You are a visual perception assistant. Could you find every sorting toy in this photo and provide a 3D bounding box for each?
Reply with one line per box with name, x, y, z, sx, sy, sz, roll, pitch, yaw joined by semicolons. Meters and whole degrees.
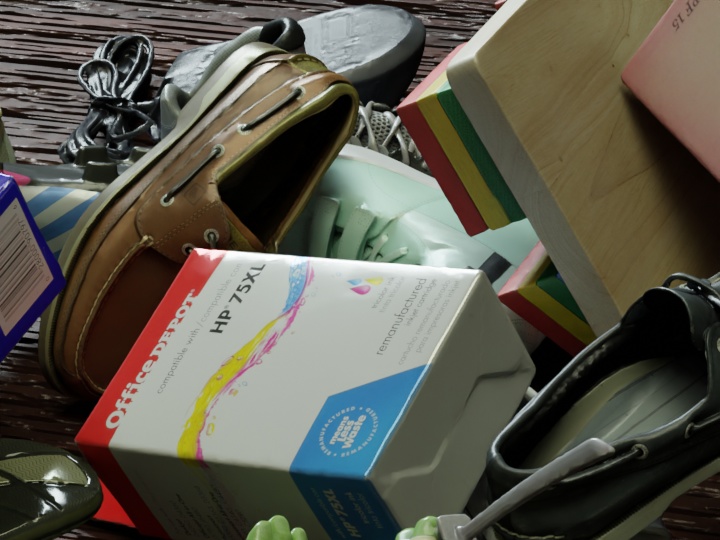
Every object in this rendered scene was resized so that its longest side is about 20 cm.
sorting toy;0.115;-0.047;1.351;0.069;0.199;0.200;-21;18;37

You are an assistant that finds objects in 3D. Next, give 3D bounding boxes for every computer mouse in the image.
computer mouse;-0.056;-0.093;1.567;0.199;0.053;0.139;-11;30;12

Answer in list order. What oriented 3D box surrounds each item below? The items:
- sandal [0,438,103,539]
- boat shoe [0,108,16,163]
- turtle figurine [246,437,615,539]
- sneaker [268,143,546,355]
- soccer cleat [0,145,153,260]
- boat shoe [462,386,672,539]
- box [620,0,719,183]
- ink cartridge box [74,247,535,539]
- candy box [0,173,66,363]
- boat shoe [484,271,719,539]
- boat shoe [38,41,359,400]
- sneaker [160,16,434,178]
sandal;-0.199;0.137;1.223;0.201;0.057;0.080;-33;38;-12
boat shoe;-0.235;-0.017;1.454;0.073;0.063;0.201;12;37;25
turtle figurine;0.055;0.133;1.098;0.194;0.201;0.144;18;15;42
sneaker;0.000;0.000;1.379;0.200;0.074;0.118;10;29;19
soccer cleat;-0.180;-0.018;1.404;0.199;0.087;0.070;4;14;-10
boat shoe;0.087;0.109;1.207;0.073;0.067;0.200;-22;36;-24
box;0.232;-0.064;1.271;0.109;0.128;0.200;17;26;-47
ink cartridge box;-0.039;0.056;1.250;0.200;0.067;0.116;4;50;36
candy box;-0.262;0.018;1.277;0.200;0.077;0.169;15;52;32
boat shoe;0.127;0.038;1.162;0.199;0.066;0.075;-35;41;-9
boat shoe;-0.076;-0.021;1.365;0.068;0.072;0.200;23;76;44
sneaker;-0.008;-0.074;1.462;0.199;0.116;0.075;-5;32;1
